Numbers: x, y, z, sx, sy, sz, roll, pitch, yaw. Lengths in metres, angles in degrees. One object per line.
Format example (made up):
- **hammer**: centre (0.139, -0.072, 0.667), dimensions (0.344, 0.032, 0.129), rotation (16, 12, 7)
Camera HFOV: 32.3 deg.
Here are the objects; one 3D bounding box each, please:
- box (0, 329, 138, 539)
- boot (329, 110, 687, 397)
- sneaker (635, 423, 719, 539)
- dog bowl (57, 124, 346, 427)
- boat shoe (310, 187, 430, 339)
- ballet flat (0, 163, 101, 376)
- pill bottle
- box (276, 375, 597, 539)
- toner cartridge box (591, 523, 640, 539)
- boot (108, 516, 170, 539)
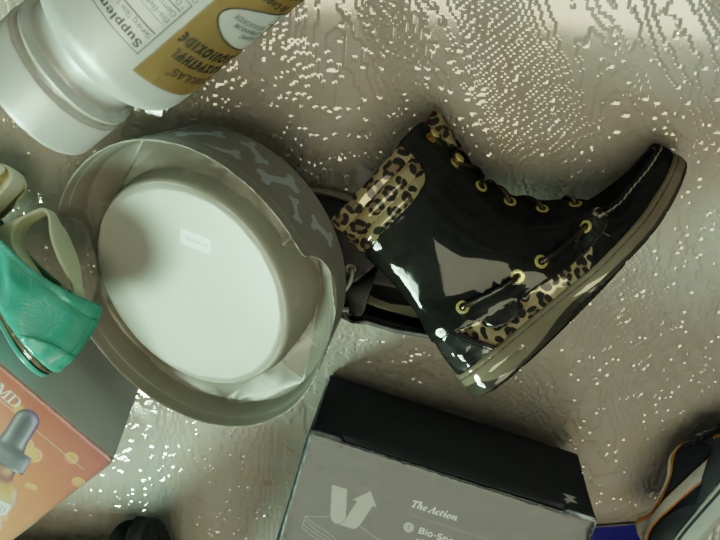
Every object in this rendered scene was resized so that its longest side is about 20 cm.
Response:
- **box**: centre (-0.279, 0.106, 0.869), dimensions (0.199, 0.107, 0.152), rotation (-38, 111, 21)
- **boot**: centre (0.092, -0.040, 0.777), dimensions (0.151, 0.073, 0.200), rotation (44, 86, 2)
- **sneaker**: centre (0.274, 0.135, 0.879), dimensions (0.200, 0.079, 0.079), rotation (-41, 118, -4)
- **dog bowl**: centre (-0.097, 0.000, 0.791), dimensions (0.198, 0.059, 0.202), rotation (14, 124, 22)
- **boat shoe**: centre (0.000, 0.000, 0.819), dimensions (0.198, 0.063, 0.073), rotation (15, 119, -5)
- **ballet flat**: centre (-0.229, -0.024, 0.793), dimensions (0.070, 0.067, 0.200), rotation (-41, 72, -3)
- **pill bottle**: centre (-0.117, -0.158, 0.708), dimensions (0.199, 0.115, 0.114), rotation (-35, 112, 20)
- **box**: centre (0.036, 0.207, 0.868), dimensions (0.195, 0.118, 0.202), rotation (18, 105, 0)
- **toner cartridge box**: centre (0.131, 0.252, 0.964), dimensions (0.197, 0.043, 0.096), rotation (-5, 120, 6)
- **boot**: centre (-0.241, 0.231, 0.934), dimensions (0.197, 0.066, 0.166), rotation (2, 147, 4)
